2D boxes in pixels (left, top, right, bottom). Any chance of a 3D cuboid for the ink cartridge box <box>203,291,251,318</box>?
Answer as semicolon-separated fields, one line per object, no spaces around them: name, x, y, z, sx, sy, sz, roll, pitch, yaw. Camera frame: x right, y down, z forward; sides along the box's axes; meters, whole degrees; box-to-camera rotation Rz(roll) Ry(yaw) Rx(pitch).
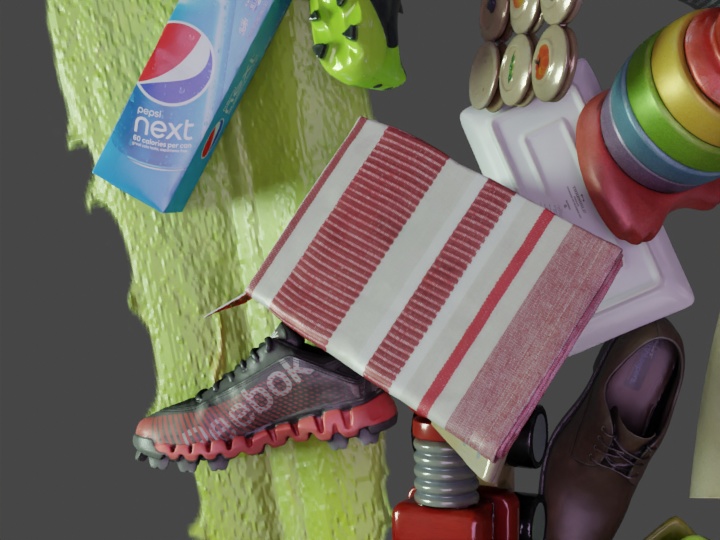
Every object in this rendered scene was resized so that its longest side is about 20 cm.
ink cartridge box;0.000;0.000;0.888;0.198;0.160;0.048;-27;90;5

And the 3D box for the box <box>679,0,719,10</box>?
box;0.276;-0.283;0.876;0.195;0.124;0.202;28;94;0

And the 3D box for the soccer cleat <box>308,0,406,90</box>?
soccer cleat;-0.007;-0.225;0.928;0.067;0.081;0.203;-16;71;32

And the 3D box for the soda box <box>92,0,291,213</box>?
soda box;-0.118;-0.145;0.935;0.064;0.068;0.202;28;95;2

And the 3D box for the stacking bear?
stacking bear;0.236;-0.121;0.835;0.121;0.200;0.115;-24;77;-30

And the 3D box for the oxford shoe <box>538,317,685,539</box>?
oxford shoe;0.179;0.128;0.923;0.072;0.084;0.202;18;96;1

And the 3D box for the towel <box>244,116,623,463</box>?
towel;0.042;0.005;0.774;0.199;0.023;0.145;31;82;26

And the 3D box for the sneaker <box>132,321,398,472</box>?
sneaker;-0.075;0.091;0.944;0.198;0.071;0.099;-11;93;2

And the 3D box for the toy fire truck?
toy fire truck;0.070;0.130;0.855;0.127;0.199;0.179;2;94;25

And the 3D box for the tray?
tray;0.155;-0.049;0.922;0.106;0.022;0.202;-23;78;6

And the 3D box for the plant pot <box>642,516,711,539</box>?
plant pot;0.222;0.303;0.880;0.200;0.181;0.199;-42;90;4

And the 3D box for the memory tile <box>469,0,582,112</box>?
memory tile;0.119;-0.213;0.877;0.017;0.153;0.203;6;92;-18

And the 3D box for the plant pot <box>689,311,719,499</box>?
plant pot;0.320;0.057;0.874;0.185;0.187;0.203;1;80;4
